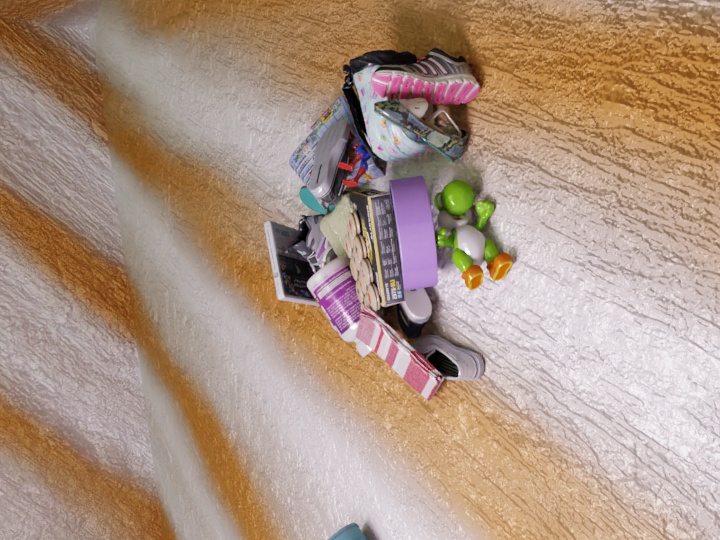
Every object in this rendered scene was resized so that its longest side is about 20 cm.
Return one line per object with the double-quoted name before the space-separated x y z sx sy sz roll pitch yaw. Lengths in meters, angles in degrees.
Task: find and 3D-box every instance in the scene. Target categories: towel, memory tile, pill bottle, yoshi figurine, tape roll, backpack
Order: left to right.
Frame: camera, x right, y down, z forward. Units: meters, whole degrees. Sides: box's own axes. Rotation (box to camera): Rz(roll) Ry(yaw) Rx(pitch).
"pill bottle" -0.019 0.079 1.401 0.202 0.111 0.112 55 137 7
"towel" -0.007 -0.054 1.425 0.202 0.036 0.148 59 141 6
"memory tile" 0.000 0.000 1.291 0.154 0.016 0.204 105 151 -68
"backpack" 0.064 -0.314 1.259 0.126 0.164 0.205 -10 92 54
"towel" 0.069 0.164 1.257 0.199 0.023 0.145 41 158 15
"tape roll" 0.097 -0.069 1.208 0.200 0.064 0.205 -9 -90 -89
"yoshi figurine" 0.185 -0.077 1.149 0.112 0.111 0.203 -43 54 28

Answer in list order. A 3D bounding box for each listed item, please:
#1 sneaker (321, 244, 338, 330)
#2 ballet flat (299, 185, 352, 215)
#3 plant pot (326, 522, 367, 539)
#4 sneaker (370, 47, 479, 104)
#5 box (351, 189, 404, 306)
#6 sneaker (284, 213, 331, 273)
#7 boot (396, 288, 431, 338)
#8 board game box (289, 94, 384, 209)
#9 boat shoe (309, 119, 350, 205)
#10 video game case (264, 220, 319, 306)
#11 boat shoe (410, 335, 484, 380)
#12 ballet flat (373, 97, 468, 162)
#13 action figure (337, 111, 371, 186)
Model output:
"sneaker" -0.031 0.039 1.499 0.081 0.076 0.205 -7 94 40
"ballet flat" -0.061 -0.163 1.514 0.198 0.070 0.072 21 109 44
"plant pot" -0.014 0.693 1.415 0.187 0.198 0.203 38 123 29
"sneaker" 0.113 -0.349 1.171 0.074 0.195 0.089 103 164 -61
"box" 0.031 -0.050 1.249 0.160 0.048 0.205 -136 37 -75
"sneaker" -0.117 -0.033 1.540 0.077 0.138 0.205 -7 86 48
"boot" 0.086 0.034 1.322 0.091 0.071 0.203 106 156 -54
"board game box" -0.047 -0.246 1.440 0.200 0.061 0.201 -44 59 9
"boat shoe" -0.056 -0.222 1.365 0.071 0.071 0.204 -8 54 37
"video game case" -0.151 -0.012 1.557 0.023 0.199 0.186 -19 74 23
"boat shoe" 0.144 0.165 1.244 0.198 0.066 0.076 0 91 55
"ballet flat" 0.114 -0.268 1.165 0.074 0.197 0.076 -36 42 41
"action figure" -0.003 -0.262 1.339 0.097 0.201 0.066 16 142 28
